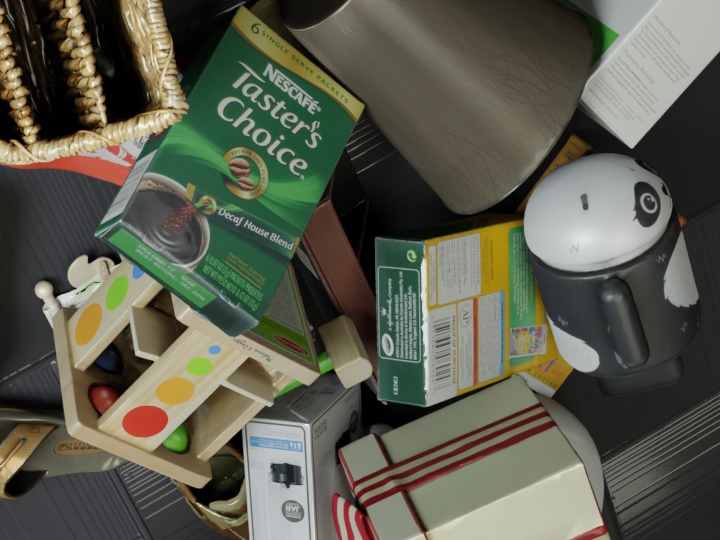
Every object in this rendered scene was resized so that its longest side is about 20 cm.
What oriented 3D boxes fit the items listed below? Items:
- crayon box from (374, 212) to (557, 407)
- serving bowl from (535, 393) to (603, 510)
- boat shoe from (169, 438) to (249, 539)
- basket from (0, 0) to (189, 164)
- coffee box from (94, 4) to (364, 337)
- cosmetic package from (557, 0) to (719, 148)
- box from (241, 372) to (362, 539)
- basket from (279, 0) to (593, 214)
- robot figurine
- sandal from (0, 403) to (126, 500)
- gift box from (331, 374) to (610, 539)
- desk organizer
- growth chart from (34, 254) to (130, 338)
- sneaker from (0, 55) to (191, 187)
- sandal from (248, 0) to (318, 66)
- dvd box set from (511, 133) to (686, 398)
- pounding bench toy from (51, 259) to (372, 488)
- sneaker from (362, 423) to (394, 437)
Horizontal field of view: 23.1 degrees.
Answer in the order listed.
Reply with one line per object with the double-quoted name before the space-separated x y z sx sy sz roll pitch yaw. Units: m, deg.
"crayon box" 0.087 0.025 1.392 0.199 0.051 0.127 -12 104 -53
"serving bowl" 0.142 0.211 1.520 0.199 0.066 0.202 -13 113 -34
"boat shoe" -0.112 0.175 1.430 0.076 0.074 0.200 -41 128 0
"basket" -0.211 -0.169 1.099 0.142 0.149 0.202 -17 100 -18
"coffee box" -0.085 -0.071 1.202 0.123 0.044 0.201 38 56 -19
"cosmetic package" 0.231 -0.209 1.371 0.085 0.108 0.200 37 95 -36
"box" -0.042 0.195 1.423 0.060 0.117 0.202 3 108 21
"basket" 0.048 -0.167 1.286 0.199 0.136 0.181 33 83 -32
"robot figurine" 0.204 0.003 1.400 0.124 0.150 0.201 -34 123 -21
"sandal" -0.261 0.147 1.341 0.198 0.055 0.082 2 132 -31
"gift box" 0.085 0.212 1.372 0.185 0.200 0.186 -23 110 -5
"desk organizer" 0.000 0.000 1.393 0.077 0.072 0.201 -33 127 -9
"growth chart" -0.144 0.024 1.364 0.199 0.018 0.146 -22 125 -15
"sneaker" -0.200 -0.124 1.222 0.200 0.067 0.109 11 110 -36
"sandal" -0.085 -0.096 1.288 0.077 0.069 0.214 14 74 -28
"dvd box set" 0.172 0.000 1.506 0.146 0.029 0.201 32 99 -37
"pounding bench toy" -0.108 0.074 1.306 0.199 0.125 0.156 28 118 -35
"sneaker" 0.042 0.209 1.534 0.114 0.075 0.201 -11 125 -24
